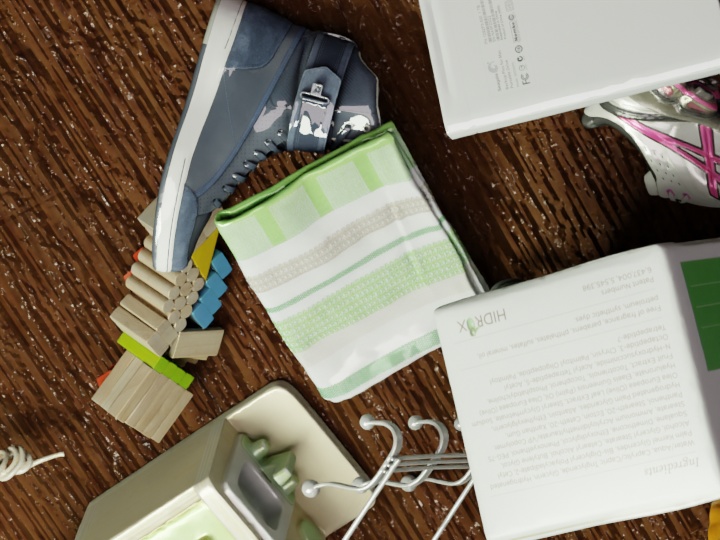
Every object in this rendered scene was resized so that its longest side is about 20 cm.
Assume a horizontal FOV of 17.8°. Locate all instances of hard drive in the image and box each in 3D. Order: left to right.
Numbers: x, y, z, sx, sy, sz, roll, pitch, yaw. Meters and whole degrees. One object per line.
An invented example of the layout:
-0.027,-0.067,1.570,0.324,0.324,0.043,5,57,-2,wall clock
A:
0.144,-0.177,1.576,0.200,0.026,0.132,-13,79,11,hard drive

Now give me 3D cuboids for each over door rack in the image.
0.010,0.197,1.712,0.067,0.148,0.200,29,103,32,over door rack

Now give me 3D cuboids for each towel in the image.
0.000,0.000,1.645,0.149,0.031,0.200,-30,131,2,towel

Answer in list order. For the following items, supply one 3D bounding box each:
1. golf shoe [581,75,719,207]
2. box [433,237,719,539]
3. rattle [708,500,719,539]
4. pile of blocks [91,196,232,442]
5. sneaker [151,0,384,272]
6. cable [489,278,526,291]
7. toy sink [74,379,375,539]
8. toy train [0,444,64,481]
0.249,-0.078,1.623,0.200,0.073,0.092,41,116,-2,golf shoe
0.197,0.077,1.566,0.200,0.199,0.171,-17,84,39,box
0.264,0.098,1.663,0.130,0.143,0.200,15,122,19,rattle
-0.147,0.026,1.718,0.062,0.082,0.200,32,109,38,pile of blocks
-0.062,-0.079,1.624,0.146,0.077,0.202,18,93,-5,sneaker
0.153,0.094,1.704,0.097,0.050,0.200,-10,123,11,cable
-0.103,0.201,1.752,0.200,0.112,0.130,-33,107,18,toy sink
-0.335,0.122,1.763,0.200,0.085,0.116,-21,97,14,toy train
